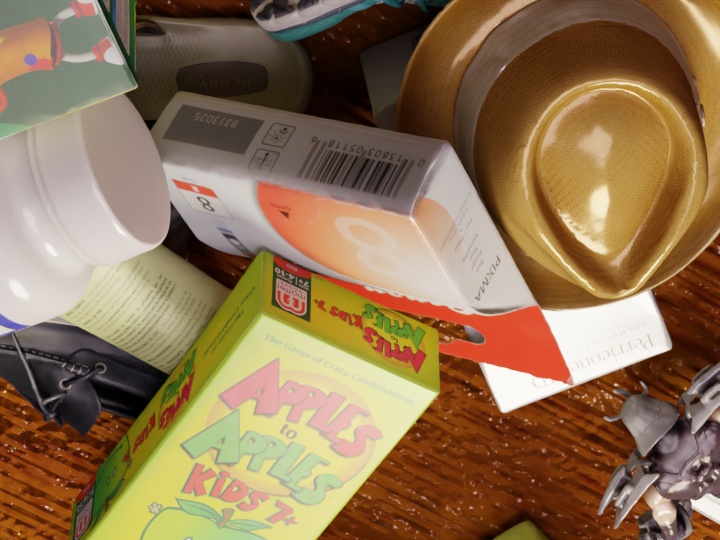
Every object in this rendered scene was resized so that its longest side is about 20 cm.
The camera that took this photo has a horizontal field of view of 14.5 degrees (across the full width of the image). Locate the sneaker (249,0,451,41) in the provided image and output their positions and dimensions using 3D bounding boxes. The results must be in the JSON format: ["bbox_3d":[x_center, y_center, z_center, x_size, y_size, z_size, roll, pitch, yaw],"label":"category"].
[{"bbox_3d":[0.043,-0.150,1.376,0.199,0.078,0.080,-19,129,7],"label":"sneaker"}]

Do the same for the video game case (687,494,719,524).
[{"bbox_3d":[0.295,0.098,1.582,0.200,0.023,0.182,31,114,-21],"label":"video game case"}]

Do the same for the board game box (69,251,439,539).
[{"bbox_3d":[-0.055,0.089,1.416,0.101,0.048,0.200,25,126,-19],"label":"board game box"}]

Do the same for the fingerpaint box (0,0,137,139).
[{"bbox_3d":[-0.190,-0.127,1.292,0.166,0.200,0.074,-20,120,8],"label":"fingerpaint box"}]

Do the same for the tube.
[{"bbox_3d":[-0.111,0.010,1.413,0.200,0.052,0.058,31,73,-26],"label":"tube"}]

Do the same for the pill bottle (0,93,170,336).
[{"bbox_3d":[-0.193,-0.018,1.314,0.199,0.112,0.112,-20,122,19],"label":"pill bottle"}]

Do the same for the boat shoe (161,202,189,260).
[{"bbox_3d":[-0.183,-0.024,1.438,0.199,0.073,0.065,2,117,-18],"label":"boat shoe"}]

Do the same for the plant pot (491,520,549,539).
[{"bbox_3d":[0.087,0.297,1.588,0.199,0.200,0.181,-36,126,16],"label":"plant pot"}]

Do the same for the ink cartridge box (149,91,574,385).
[{"bbox_3d":[0.000,0.000,1.385,0.162,0.050,0.200,13,149,33],"label":"ink cartridge box"}]

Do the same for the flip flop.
[{"bbox_3d":[-0.121,-0.087,1.391,0.199,0.058,0.082,-4,94,-5],"label":"flip flop"}]

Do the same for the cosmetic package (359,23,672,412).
[{"bbox_3d":[0.081,-0.035,1.450,0.101,0.074,0.200,-22,120,7],"label":"cosmetic package"}]

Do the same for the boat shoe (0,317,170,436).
[{"bbox_3d":[-0.150,0.053,1.476,0.199,0.075,0.063,10,78,-14],"label":"boat shoe"}]

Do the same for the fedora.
[{"bbox_3d":[0.111,-0.054,1.352,0.200,0.082,0.201,-4,121,-7],"label":"fedora"}]

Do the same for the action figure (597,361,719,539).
[{"bbox_3d":[0.213,0.116,1.537,0.200,0.069,0.130,32,121,-17],"label":"action figure"}]
